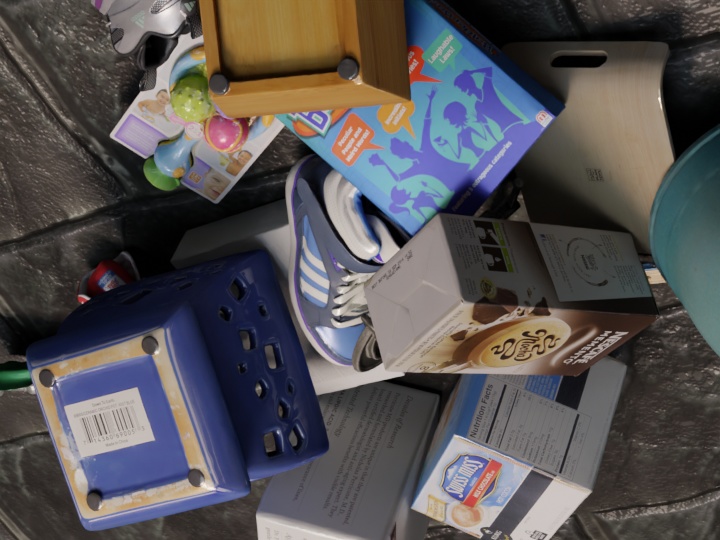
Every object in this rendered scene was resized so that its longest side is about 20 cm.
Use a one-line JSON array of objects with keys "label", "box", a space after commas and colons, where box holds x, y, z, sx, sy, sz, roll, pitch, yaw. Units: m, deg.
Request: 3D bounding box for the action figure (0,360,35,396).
[{"label": "action figure", "box": [-0.301, 0.108, 1.596, 0.198, 0.118, 0.055, -8, 104, 14]}]

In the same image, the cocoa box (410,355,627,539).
[{"label": "cocoa box", "box": [0.140, 0.154, 1.400, 0.130, 0.134, 0.200, 21, 151, 1]}]

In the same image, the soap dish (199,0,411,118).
[{"label": "soap dish", "box": [-0.049, -0.216, 1.123, 0.156, 0.081, 0.202, -2, 99, 24]}]

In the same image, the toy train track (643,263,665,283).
[{"label": "toy train track", "box": [0.199, 0.018, 1.324, 0.198, 0.033, 0.115, -5, 151, 16]}]

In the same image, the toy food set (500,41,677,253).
[{"label": "toy food set", "box": [0.197, -0.095, 1.227, 0.142, 0.061, 0.201, 6, 134, 33]}]

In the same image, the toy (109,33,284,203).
[{"label": "toy", "box": [-0.127, -0.129, 1.289, 0.115, 0.047, 0.200, 33, 137, -14]}]

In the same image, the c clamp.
[{"label": "c clamp", "box": [0.062, 0.008, 1.297, 0.027, 0.200, 0.171, 46, 177, 14]}]

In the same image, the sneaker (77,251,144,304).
[{"label": "sneaker", "box": [-0.200, 0.047, 1.479, 0.199, 0.071, 0.113, 11, 138, 44]}]

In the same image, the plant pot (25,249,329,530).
[{"label": "plant pot", "box": [-0.169, 0.111, 1.345, 0.198, 0.180, 0.202, -15, 96, 24]}]

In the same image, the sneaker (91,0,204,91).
[{"label": "sneaker", "box": [-0.188, -0.208, 1.191, 0.199, 0.077, 0.141, 14, 123, 53]}]

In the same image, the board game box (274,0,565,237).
[{"label": "board game box", "box": [0.034, -0.132, 1.187, 0.200, 0.045, 0.152, 41, 114, 3]}]

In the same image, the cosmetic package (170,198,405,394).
[{"label": "cosmetic package", "box": [-0.062, 0.030, 1.449, 0.150, 0.052, 0.201, -16, 124, 31]}]

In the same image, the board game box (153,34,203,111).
[{"label": "board game box", "box": [-0.133, -0.210, 1.265, 0.095, 0.030, 0.201, 12, 133, 10]}]

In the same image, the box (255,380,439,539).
[{"label": "box", "box": [-0.009, 0.243, 1.527, 0.130, 0.201, 0.200, 13, 136, 12]}]

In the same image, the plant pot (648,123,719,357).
[{"label": "plant pot", "box": [0.333, 0.010, 1.125, 0.198, 0.189, 0.201, -4, 128, -5]}]

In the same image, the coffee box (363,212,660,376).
[{"label": "coffee box", "box": [0.119, 0.023, 1.199, 0.199, 0.080, 0.113, 4, 149, -34]}]

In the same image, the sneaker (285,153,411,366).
[{"label": "sneaker", "box": [0.000, 0.000, 1.302, 0.146, 0.080, 0.202, 19, 122, 60]}]
